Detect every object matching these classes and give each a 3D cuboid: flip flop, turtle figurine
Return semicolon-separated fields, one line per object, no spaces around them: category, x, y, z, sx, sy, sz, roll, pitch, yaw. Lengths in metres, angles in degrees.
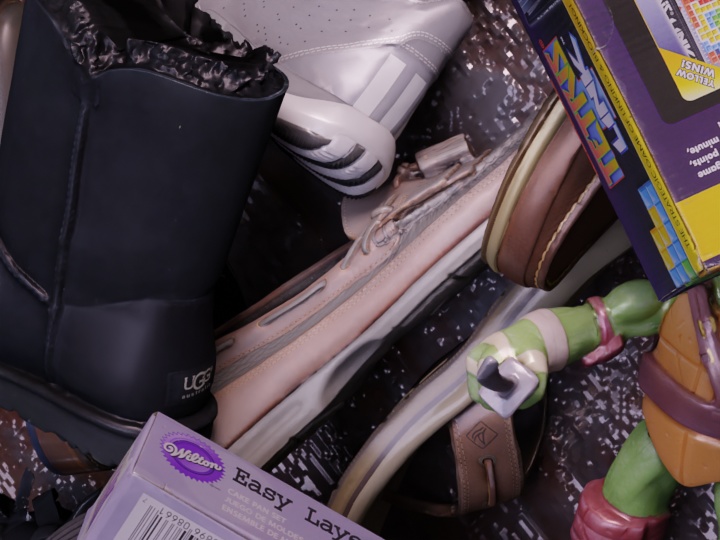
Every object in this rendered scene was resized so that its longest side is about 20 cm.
flip flop;0.050;0.053;1.099;0.058;0.081;0.200;42;111;2
turtle figurine;0.104;0.078;1.010;0.144;0.200;0.194;3;126;-2

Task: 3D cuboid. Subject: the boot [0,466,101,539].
boot;-0.072;0.161;1.172;0.162;0.073;0.198;-11;125;49

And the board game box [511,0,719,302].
board game box;0.152;-0.105;0.953;0.200;0.057;0.165;-23;85;-15

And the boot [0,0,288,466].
boot;-0.120;-0.037;1.081;0.200;0.076;0.168;25;116;29

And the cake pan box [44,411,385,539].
cake pan box;-0.043;0.170;1.067;0.200;0.052;0.184;29;116;-6

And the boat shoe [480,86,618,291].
boat shoe;0.119;-0.070;1.012;0.068;0.072;0.200;39;92;14

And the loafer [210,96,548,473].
loafer;0.000;0.000;1.095;0.200;0.072;0.063;-44;85;12

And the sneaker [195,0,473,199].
sneaker;-0.029;-0.114;1.126;0.200;0.075;0.116;36;85;38

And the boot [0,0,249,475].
boot;-0.094;-0.018;1.170;0.097;0.075;0.200;-5;106;24
